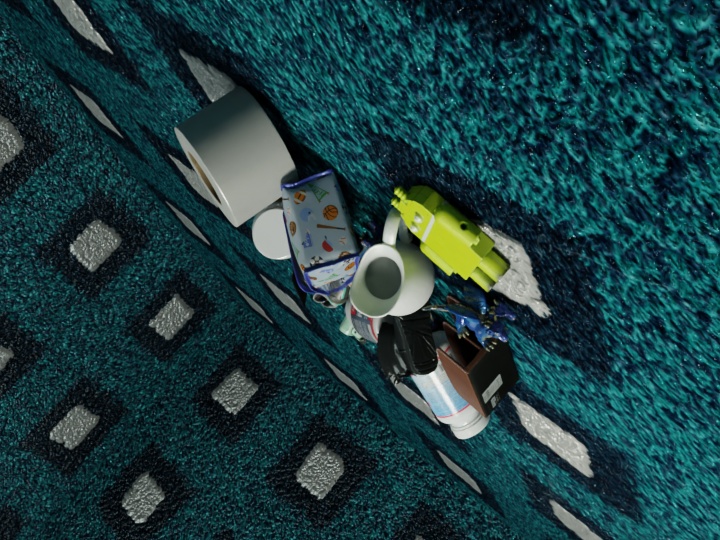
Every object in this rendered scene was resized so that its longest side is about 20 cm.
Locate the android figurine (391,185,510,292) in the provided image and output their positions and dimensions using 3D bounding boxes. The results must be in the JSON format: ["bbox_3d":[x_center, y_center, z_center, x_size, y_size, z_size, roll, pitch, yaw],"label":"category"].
[{"bbox_3d":[0.125,-0.050,1.171,0.199,0.041,0.182,41,167,5],"label":"android figurine"}]

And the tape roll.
[{"bbox_3d":[-0.218,-0.199,1.427,0.204,0.138,0.203,52,168,16],"label":"tape roll"}]

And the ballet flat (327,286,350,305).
[{"bbox_3d":[-0.066,-0.017,1.775,0.202,0.067,0.069,61,140,35],"label":"ballet flat"}]

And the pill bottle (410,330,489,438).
[{"bbox_3d":[0.176,0.230,1.614,0.202,0.108,0.108,58,164,-13],"label":"pill bottle"}]

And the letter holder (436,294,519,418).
[{"bbox_3d":[0.193,0.154,1.475,0.141,0.101,0.201,37,166,34],"label":"letter holder"}]

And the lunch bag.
[{"bbox_3d":[-0.072,-0.058,1.448,0.200,0.121,0.174,82,173,-77],"label":"lunch bag"}]

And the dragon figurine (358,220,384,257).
[{"bbox_3d":[0.046,-0.014,1.478,0.099,0.059,0.201,26,159,52],"label":"dragon figurine"}]

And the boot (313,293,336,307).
[{"bbox_3d":[-0.086,0.030,1.941,0.074,0.096,0.199,48,167,-25],"label":"boot"}]

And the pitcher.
[{"bbox_3d":[0.060,-0.012,1.313,0.119,0.175,0.200,18,-175,17],"label":"pitcher"}]

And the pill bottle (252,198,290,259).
[{"bbox_3d":[-0.157,-0.085,1.622,0.114,0.114,0.200,44,-172,-5],"label":"pill bottle"}]

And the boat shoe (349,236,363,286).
[{"bbox_3d":[0.000,0.000,1.581,0.201,0.071,0.065,50,127,20],"label":"boat shoe"}]

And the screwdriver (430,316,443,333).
[{"bbox_3d":[0.144,0.093,1.602,0.028,0.028,0.201,6,153,15],"label":"screwdriver"}]

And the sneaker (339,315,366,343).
[{"bbox_3d":[-0.009,0.082,1.822,0.073,0.118,0.202,31,161,45],"label":"sneaker"}]

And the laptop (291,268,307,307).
[{"bbox_3d":[-0.183,-0.043,1.963,0.199,0.116,0.188,39,166,19],"label":"laptop"}]

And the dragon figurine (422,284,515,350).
[{"bbox_3d":[0.177,0.065,1.305,0.199,0.059,0.100,32,159,41],"label":"dragon figurine"}]

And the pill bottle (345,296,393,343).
[{"bbox_3d":[0.044,0.091,1.683,0.120,0.120,0.199,47,166,-20],"label":"pill bottle"}]

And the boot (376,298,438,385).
[{"bbox_3d":[0.076,0.109,1.500,0.162,0.072,0.203,158,100,-69],"label":"boot"}]
